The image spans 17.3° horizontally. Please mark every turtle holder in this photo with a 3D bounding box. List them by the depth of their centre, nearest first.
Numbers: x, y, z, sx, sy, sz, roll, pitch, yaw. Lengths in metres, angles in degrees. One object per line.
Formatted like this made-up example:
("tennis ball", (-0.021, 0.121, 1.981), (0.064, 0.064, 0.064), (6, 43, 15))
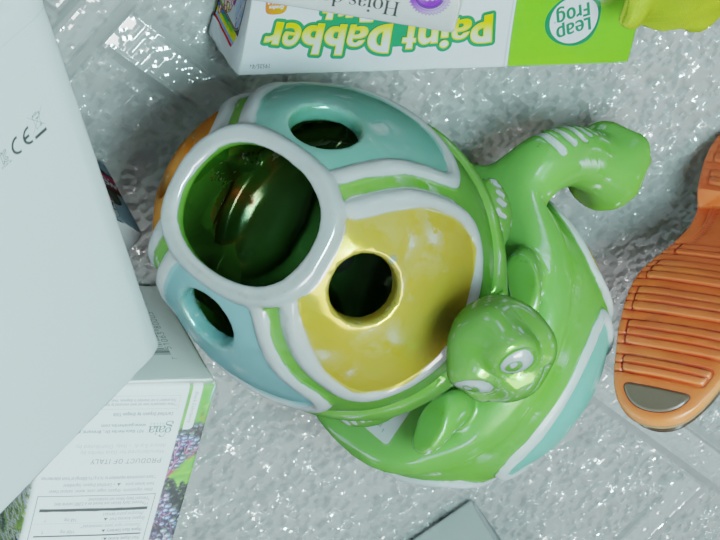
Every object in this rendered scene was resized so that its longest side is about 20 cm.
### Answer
("turtle holder", (-0.010, 0.003, 1.003), (0.141, 0.186, 0.132), (-35, 159, 13))
("turtle holder", (0.056, 0.014, 1.132), (0.132, 0.141, 0.186), (27, 70, -54))

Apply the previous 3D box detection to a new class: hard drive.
("hard drive", (-0.153, -0.006, 0.950), (0.132, 0.027, 0.200), (-47, 138, -34))

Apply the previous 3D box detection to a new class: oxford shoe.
("oxford shoe", (0.180, 0.015, 1.162), (0.200, 0.071, 0.073), (-56, 147, -36))

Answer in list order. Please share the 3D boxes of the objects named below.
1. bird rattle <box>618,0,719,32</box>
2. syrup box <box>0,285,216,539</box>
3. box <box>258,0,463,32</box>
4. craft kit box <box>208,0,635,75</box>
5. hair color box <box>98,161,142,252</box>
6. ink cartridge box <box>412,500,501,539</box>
("bird rattle", (0.170, -0.195, 1.021), (0.112, 0.163, 0.200), (4, 129, 16))
("syrup box", (-0.138, 0.111, 1.126), (0.081, 0.079, 0.200), (0, 123, -27))
("box", (-0.055, -0.137, 0.968), (0.199, 0.041, 0.039), (8, 122, -7))
("craft kit box", (0.045, -0.182, 1.029), (0.199, 0.049, 0.198), (-5, 128, -23))
("hair color box", (-0.200, 0.022, 1.043), (0.099, 0.061, 0.200), (30, 107, -39))
("ink cartridge box", (0.033, 0.260, 1.276), (0.200, 0.145, 0.145), (-34, 132, 1))
